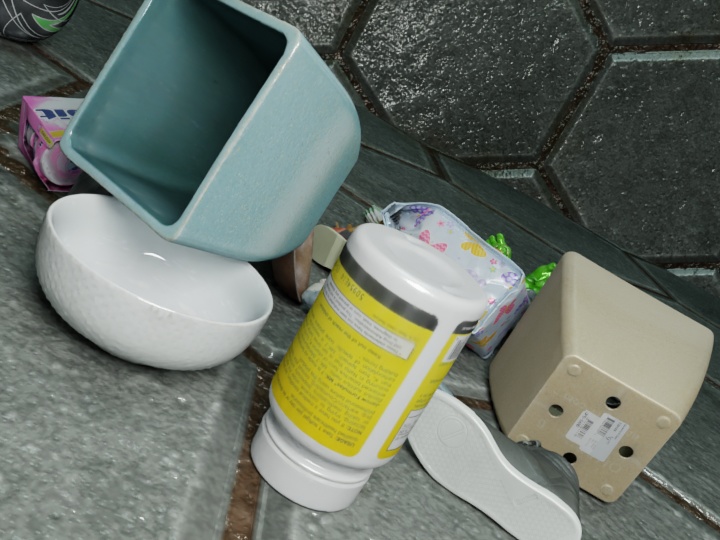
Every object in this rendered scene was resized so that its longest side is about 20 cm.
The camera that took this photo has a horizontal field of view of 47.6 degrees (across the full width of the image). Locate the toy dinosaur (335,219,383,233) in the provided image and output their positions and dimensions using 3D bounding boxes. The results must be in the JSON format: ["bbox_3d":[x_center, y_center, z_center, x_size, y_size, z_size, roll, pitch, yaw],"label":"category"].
[{"bbox_3d":[0.006,-0.047,1.208,0.199,0.061,0.106,-5,10,42],"label":"toy dinosaur"}]

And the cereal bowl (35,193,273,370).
[{"bbox_3d":[-0.180,0.020,0.690,0.199,0.084,0.200,27,16,-8],"label":"cereal bowl"}]

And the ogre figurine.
[{"bbox_3d":[0.210,0.009,1.194,0.200,0.098,0.120,42,32,20],"label":"ogre figurine"}]

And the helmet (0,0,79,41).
[{"bbox_3d":[-0.546,-0.464,1.304,0.199,0.191,0.200,22,-22,10],"label":"helmet"}]

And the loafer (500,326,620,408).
[{"bbox_3d":[0.283,0.133,1.131,0.200,0.072,0.073,39,20,30],"label":"loafer"}]

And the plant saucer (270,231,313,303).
[{"bbox_3d":[-0.078,-0.063,0.947,0.034,0.201,0.200,3,18,2],"label":"plant saucer"}]

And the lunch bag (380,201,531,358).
[{"bbox_3d":[0.115,0.006,1.072,0.200,0.127,0.170,44,-2,21],"label":"lunch bag"}]

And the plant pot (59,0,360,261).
[{"bbox_3d":[-0.113,-0.123,0.767,0.196,0.196,0.200,35,4,33],"label":"plant pot"}]

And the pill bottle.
[{"bbox_3d":[0.000,0.076,0.621,0.114,0.201,0.114,27,17,-9],"label":"pill bottle"}]

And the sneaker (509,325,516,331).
[{"bbox_3d":[0.252,0.045,1.322,0.118,0.074,0.201,32,19,-11],"label":"sneaker"}]

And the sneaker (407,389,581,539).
[{"bbox_3d":[0.125,0.176,0.771,0.200,0.071,0.099,40,17,13],"label":"sneaker"}]

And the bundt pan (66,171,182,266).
[{"bbox_3d":[-0.215,-0.053,0.860,0.201,0.076,0.202,26,17,-9],"label":"bundt pan"}]

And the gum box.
[{"bbox_3d":[-0.292,-0.148,0.955,0.199,0.066,0.113,-6,36,-39],"label":"gum box"}]

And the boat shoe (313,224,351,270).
[{"bbox_3d":[0.000,0.000,1.072,0.062,0.071,0.200,18,16,-40],"label":"boat shoe"}]

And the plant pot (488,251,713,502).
[{"bbox_3d":[0.263,0.134,0.923,0.199,0.200,0.177,31,28,4],"label":"plant pot"}]

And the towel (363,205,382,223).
[{"bbox_3d":[0.097,-0.041,1.405,0.149,0.031,0.200,19,20,-28],"label":"towel"}]

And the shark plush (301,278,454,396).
[{"bbox_3d":[0.022,0.084,0.934,0.200,0.091,0.083,52,40,5],"label":"shark plush"}]
